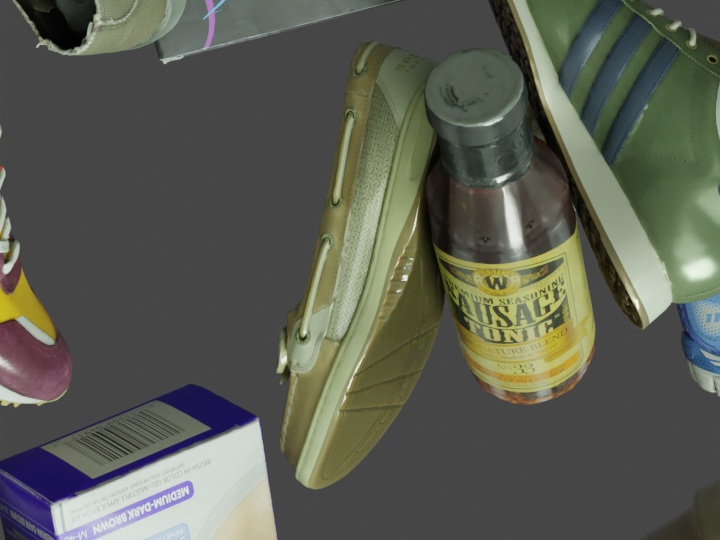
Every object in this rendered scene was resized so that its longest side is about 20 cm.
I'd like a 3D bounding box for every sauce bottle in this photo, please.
[{"bbox_3d":[0.061,-0.017,0.947,0.066,0.066,0.200,-27,144,-4],"label":"sauce bottle"}]

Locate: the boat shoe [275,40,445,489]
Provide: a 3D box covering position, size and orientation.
[{"bbox_3d":[-0.001,0.000,0.990,0.073,0.063,0.201,-16,127,-58],"label":"boat shoe"}]

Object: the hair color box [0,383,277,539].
[{"bbox_3d":[-0.091,0.166,1.002,0.109,0.065,0.201,-21,116,-31],"label":"hair color box"}]

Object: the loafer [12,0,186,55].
[{"bbox_3d":[-0.135,-0.171,0.866,0.075,0.070,0.200,-21,108,29],"label":"loafer"}]

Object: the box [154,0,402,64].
[{"bbox_3d":[-0.042,-0.197,0.904,0.143,0.036,0.200,-13,111,6],"label":"box"}]

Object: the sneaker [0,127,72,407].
[{"bbox_3d":[-0.172,-0.030,0.922,0.090,0.075,0.200,-38,114,7],"label":"sneaker"}]

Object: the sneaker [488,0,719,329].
[{"bbox_3d":[0.119,-0.081,0.947,0.090,0.067,0.201,-22,78,0],"label":"sneaker"}]

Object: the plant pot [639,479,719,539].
[{"bbox_3d":[0.146,0.211,1.045,0.173,0.200,0.200,-20,114,12],"label":"plant pot"}]

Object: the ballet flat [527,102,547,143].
[{"bbox_3d":[0.147,-0.066,1.000,0.199,0.062,0.068,-15,112,-9],"label":"ballet flat"}]

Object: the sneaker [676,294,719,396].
[{"bbox_3d":[0.238,-0.016,1.034,0.200,0.079,0.089,-25,116,-5],"label":"sneaker"}]
